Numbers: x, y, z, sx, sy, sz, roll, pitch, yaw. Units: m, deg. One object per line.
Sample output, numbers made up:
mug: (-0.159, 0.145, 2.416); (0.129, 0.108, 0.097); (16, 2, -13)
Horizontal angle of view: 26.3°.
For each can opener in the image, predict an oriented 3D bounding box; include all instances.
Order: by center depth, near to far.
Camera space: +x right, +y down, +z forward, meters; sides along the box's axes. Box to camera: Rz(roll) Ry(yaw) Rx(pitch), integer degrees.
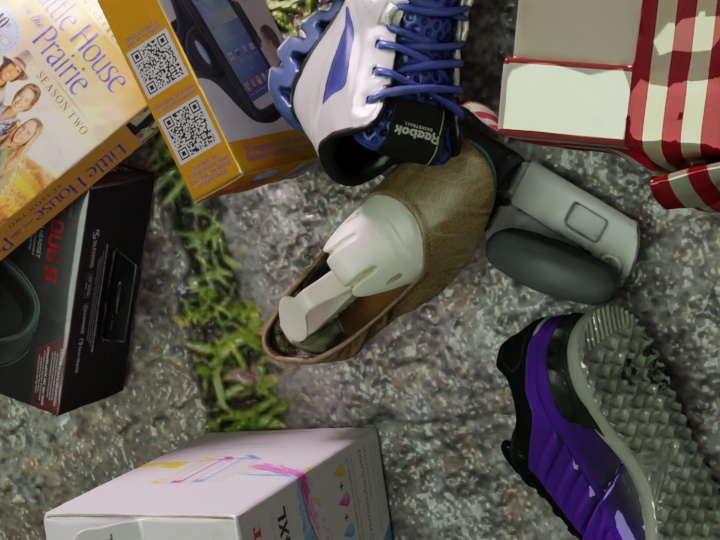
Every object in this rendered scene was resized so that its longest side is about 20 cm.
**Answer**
can opener: (0.060, -0.046, 0.839); (0.200, 0.067, 0.053); (32, 111, 16)

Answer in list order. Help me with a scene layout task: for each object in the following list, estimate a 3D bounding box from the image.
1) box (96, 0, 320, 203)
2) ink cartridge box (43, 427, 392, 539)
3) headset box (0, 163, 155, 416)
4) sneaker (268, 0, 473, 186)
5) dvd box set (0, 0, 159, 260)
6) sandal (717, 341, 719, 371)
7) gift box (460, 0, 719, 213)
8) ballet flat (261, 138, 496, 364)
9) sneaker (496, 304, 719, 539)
box: (-0.093, -0.141, 0.864); (0.041, 0.119, 0.200); (-25, 89, 27)
ink cartridge box: (-0.077, 0.176, 0.871); (0.125, 0.200, 0.129); (-5, 98, 26)
headset box: (-0.224, -0.007, 0.975); (0.199, 0.077, 0.149); (18, 107, 23)
sneaker: (0.029, -0.116, 0.762); (0.200, 0.080, 0.115); (-58, 37, 33)
dvd box set: (-0.215, -0.088, 0.912); (0.200, 0.029, 0.146); (-39, 63, -1)
sandal: (0.278, 0.055, 0.765); (0.202, 0.050, 0.083); (-2, 99, 25)
gift box: (0.159, -0.121, 0.722); (0.199, 0.184, 0.187); (6, 93, 28)
ballet flat: (0.000, 0.000, 0.834); (0.068, 0.072, 0.200); (59, 141, 9)
sneaker: (0.131, 0.113, 0.841); (0.099, 0.069, 0.201); (-9, 106, 47)
